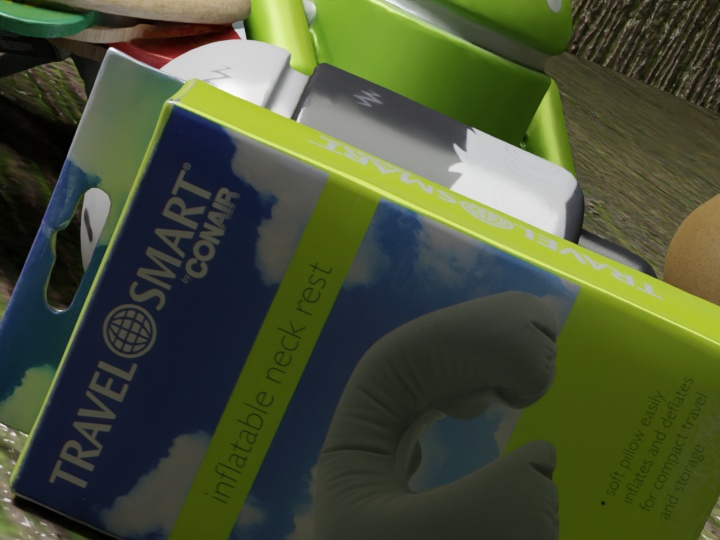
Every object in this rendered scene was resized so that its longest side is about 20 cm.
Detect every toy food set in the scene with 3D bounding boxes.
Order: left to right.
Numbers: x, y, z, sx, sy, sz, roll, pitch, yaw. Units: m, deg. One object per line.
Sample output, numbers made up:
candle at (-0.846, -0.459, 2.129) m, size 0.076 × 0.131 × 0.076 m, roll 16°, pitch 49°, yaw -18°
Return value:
toy food set at (-0.135, -0.118, 0.823) m, size 0.198 × 0.049 × 0.200 m, roll 16°, pitch 14°, yaw 1°

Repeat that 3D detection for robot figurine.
robot figurine at (0.000, 0.000, 0.750) m, size 0.200 × 0.125 × 0.150 m, roll 24°, pitch 1°, yaw -3°
robot figurine at (0.015, -0.075, 0.915) m, size 0.175 × 0.200 × 0.116 m, roll 20°, pitch 11°, yaw -34°

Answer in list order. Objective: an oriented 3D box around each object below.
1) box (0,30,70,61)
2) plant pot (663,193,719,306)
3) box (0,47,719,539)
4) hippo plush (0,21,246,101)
box at (-0.162, -0.171, 1.027) m, size 0.200 × 0.161 × 0.049 m, roll 13°, pitch -40°, yaw 43°
plant pot at (0.252, 0.010, 1.134) m, size 0.186 × 0.187 × 0.200 m, roll 19°, pitch -1°, yaw -23°
box at (-0.002, 0.033, 0.585) m, size 0.200 × 0.122 × 0.048 m, roll 24°, pitch 13°, yaw -1°
hippo plush at (-0.073, -0.115, 1.028) m, size 0.200 × 0.159 × 0.161 m, roll 23°, pitch 11°, yaw -8°
